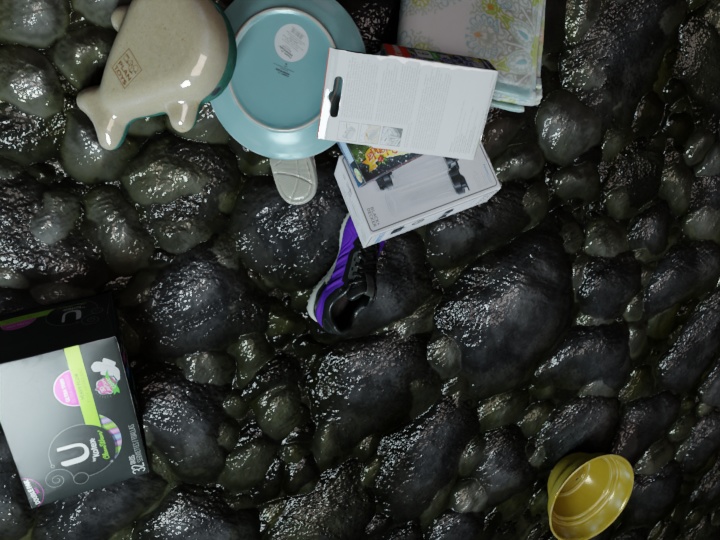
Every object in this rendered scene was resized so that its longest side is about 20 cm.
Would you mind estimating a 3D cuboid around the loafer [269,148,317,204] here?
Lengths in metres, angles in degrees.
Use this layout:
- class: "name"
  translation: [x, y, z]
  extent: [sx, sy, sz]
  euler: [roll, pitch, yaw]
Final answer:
- class: "loafer"
  translation: [-0.091, -0.186, 0.836]
  extent: [0.070, 0.063, 0.205]
  euler: [-7, 101, 8]

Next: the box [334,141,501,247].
- class: "box"
  translation: [0.076, -0.122, 0.899]
  extent: [0.196, 0.060, 0.119]
  euler: [-22, 80, -13]

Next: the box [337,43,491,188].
- class: "box"
  translation: [0.055, -0.213, 0.853]
  extent: [0.197, 0.038, 0.139]
  euler: [-29, 93, -15]

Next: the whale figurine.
- class: "whale figurine"
  translation: [-0.222, -0.220, 0.745]
  extent: [0.199, 0.104, 0.161]
  euler: [-37, 83, 17]

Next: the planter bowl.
- class: "planter bowl"
  translation: [0.428, 0.421, 1.306]
  extent: [0.196, 0.084, 0.205]
  euler: [-9, 115, -19]

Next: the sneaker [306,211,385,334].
- class: "sneaker"
  translation: [0.000, 0.000, 0.926]
  extent: [0.068, 0.099, 0.204]
  euler: [19, 101, -29]

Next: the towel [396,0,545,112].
- class: "towel"
  translation: [0.141, -0.301, 0.841]
  extent: [0.195, 0.048, 0.176]
  euler: [8, 80, -14]

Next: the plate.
- class: "plate"
  translation: [-0.089, -0.233, 0.781]
  extent: [0.195, 0.026, 0.206]
  euler: [1, 100, 3]

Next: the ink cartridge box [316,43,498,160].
- class: "ink cartridge box"
  translation: [0.051, -0.199, 0.778]
  extent: [0.195, 0.051, 0.111]
  euler: [5, 122, -11]

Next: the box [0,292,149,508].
- class: "box"
  translation: [-0.356, 0.155, 0.828]
  extent: [0.145, 0.124, 0.205]
  euler: [-13, 118, -18]
